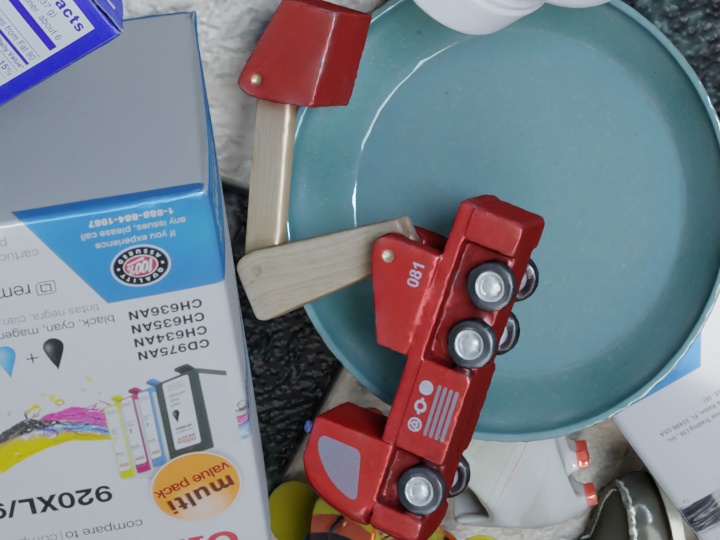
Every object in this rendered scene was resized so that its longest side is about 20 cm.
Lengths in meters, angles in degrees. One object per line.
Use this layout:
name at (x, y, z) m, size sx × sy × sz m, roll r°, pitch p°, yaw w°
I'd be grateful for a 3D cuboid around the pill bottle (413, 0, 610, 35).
pill bottle at (0.097, -0.168, 0.828) m, size 0.112 × 0.113 × 0.199 m, roll 32°, pitch 141°, yaw -27°

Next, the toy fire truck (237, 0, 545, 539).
toy fire truck at (0.000, 0.000, 0.927) m, size 0.140 × 0.049 × 0.201 m, roll 22°, pitch 101°, yaw 15°

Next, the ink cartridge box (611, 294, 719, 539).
ink cartridge box at (0.201, 0.053, 1.030) m, size 0.144 × 0.084 × 0.200 m, roll -31°, pitch 113°, yaw 14°

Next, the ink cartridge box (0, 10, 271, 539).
ink cartridge box at (-0.124, 0.019, 0.938) m, size 0.146 × 0.145 × 0.201 m, roll -9°, pitch 127°, yaw -2°

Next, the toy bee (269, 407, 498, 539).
toy bee at (0.014, 0.127, 1.057) m, size 0.130 × 0.200 × 0.110 m, roll 18°, pitch 82°, yaw 4°

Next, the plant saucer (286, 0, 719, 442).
plant saucer at (0.064, -0.028, 0.948) m, size 0.198 × 0.036 × 0.202 m, roll 2°, pitch 95°, yaw 18°

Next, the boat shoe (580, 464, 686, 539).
boat shoe at (0.127, 0.182, 1.142) m, size 0.060 × 0.072 × 0.203 m, roll -5°, pitch 130°, yaw -11°

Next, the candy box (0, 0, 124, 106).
candy box at (-0.193, -0.109, 0.819) m, size 0.199 × 0.170 × 0.077 m, roll -29°, pitch 129°, yaw 12°

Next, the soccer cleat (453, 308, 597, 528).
soccer cleat at (0.060, 0.053, 1.042) m, size 0.077 × 0.070 × 0.201 m, roll -13°, pitch 129°, yaw 6°
